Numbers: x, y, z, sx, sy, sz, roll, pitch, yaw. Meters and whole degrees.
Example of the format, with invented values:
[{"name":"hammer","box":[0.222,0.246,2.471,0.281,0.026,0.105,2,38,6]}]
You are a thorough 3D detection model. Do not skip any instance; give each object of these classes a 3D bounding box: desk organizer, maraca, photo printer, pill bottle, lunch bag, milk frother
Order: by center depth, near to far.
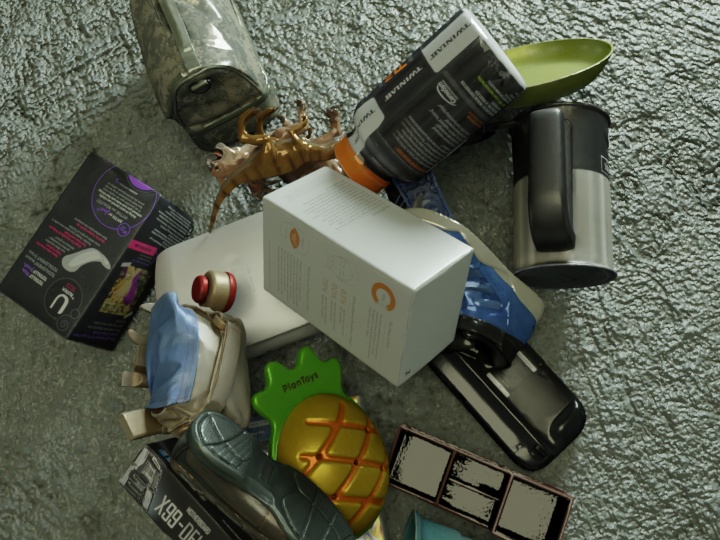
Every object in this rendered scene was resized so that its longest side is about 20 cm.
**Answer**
[{"name":"maraca","box":[-0.039,0.181,0.731,0.136,0.107,0.202,-20,87,-41]},{"name":"pill bottle","box":[0.065,-0.166,0.745,0.200,0.106,0.107,-38,73,21]},{"name":"desk organizer","box":[0.122,0.236,0.765,0.198,0.077,0.072,20,79,12]},{"name":"milk frother","box":[0.178,-0.084,0.814,0.199,0.180,0.190,-10,71,40]},{"name":"photo printer","box":[-0.149,0.025,0.860,0.198,0.069,0.168,-20,74,3]},{"name":"lunch bag","box":[-0.207,-0.280,0.894,0.138,0.168,0.201,-24,74,1]}]

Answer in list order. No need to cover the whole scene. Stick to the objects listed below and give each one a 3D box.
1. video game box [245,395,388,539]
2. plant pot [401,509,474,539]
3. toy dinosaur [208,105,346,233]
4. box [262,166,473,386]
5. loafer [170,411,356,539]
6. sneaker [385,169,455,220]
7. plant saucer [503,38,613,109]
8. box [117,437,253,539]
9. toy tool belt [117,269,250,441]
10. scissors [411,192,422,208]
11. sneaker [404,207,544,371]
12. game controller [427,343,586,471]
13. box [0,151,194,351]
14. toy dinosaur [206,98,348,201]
[{"name":"video game box","box":[-0.078,0.253,0.807,0.198,0.047,0.184,-13,77,5]},{"name":"plant pot","box":[0.128,0.358,0.685,0.194,0.200,0.202,12,78,3]},{"name":"toy dinosaur","box":[-0.110,-0.129,0.816,0.198,0.060,0.107,-22,93,2]},{"name":"box","box":[0.000,0.000,0.725,0.199,0.125,0.097,33,46,29]},{"name":"loafer","box":[-0.088,0.214,0.649,0.200,0.072,0.063,44,116,-3]},{"name":"sneaker","box":[0.077,-0.064,0.857,0.069,0.078,0.202,-16,95,1]},{"name":"plant saucer","box":[0.197,-0.230,0.839,0.198,0.200,0.031,-15,116,4]},{"name":"box","box":[-0.122,0.249,0.707,0.200,0.158,0.050,41,96,16]},{"name":"toy tool belt","box":[-0.183,0.078,0.719,0.122,0.125,0.202,12,52,-33]},{"name":"scissors","box":[0.041,0.011,0.827,0.073,0.014,0.201,39,107,16]},{"name":"sneaker","box":[0.101,0.028,0.771,0.200,0.077,0.112,40,66,-11]},{"name":"game controller","box":[0.163,0.127,0.813,0.104,0.042,0.200,-37,74,-17]},{"name":"box","box":[-0.321,-0.021,0.877,0.122,0.106,0.201,30,82,16]},{"name":"toy dinosaur","box":[-0.075,-0.131,0.883,0.198,0.086,0.137,18,79,9]}]
